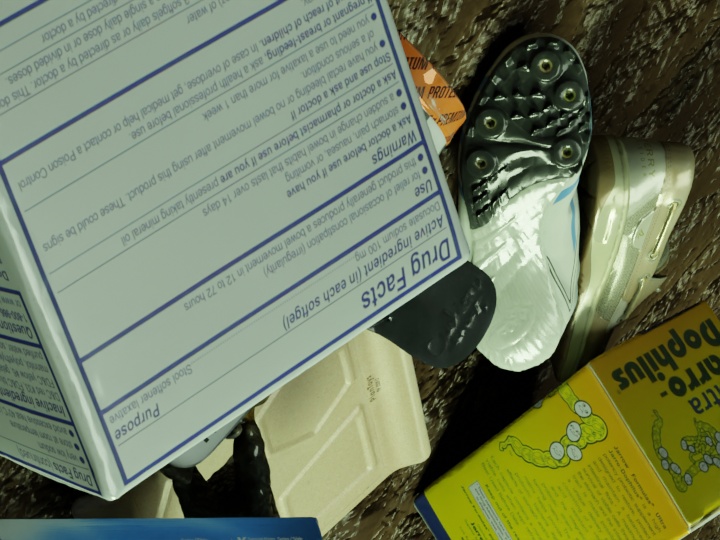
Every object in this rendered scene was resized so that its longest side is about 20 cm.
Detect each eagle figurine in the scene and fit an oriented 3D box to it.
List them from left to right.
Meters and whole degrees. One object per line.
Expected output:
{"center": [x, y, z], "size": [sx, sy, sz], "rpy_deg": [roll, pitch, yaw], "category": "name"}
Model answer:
{"center": [-0.057, 0.139, 1.234], "size": [0.151, 0.151, 0.201], "rpy_deg": [-42, 131, -40], "category": "eagle figurine"}

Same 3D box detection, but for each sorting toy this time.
{"center": [-0.056, 0.105, 1.358], "size": [0.200, 0.036, 0.186], "rpy_deg": [-37, 148, -16], "category": "sorting toy"}

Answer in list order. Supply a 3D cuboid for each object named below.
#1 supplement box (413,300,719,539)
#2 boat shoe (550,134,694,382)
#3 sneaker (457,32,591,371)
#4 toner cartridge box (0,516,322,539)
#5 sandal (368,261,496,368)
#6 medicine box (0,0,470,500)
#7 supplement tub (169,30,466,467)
{"center": [0.141, 0.121, 1.504], "size": [0.108, 0.110, 0.200], "rpy_deg": [-25, 169, -40], "category": "supplement box"}
{"center": [0.144, -0.003, 1.446], "size": [0.064, 0.073, 0.201], "rpy_deg": [-3, 143, -9], "category": "boat shoe"}
{"center": [0.085, -0.042, 1.370], "size": [0.073, 0.071, 0.201], "rpy_deg": [-89, -179, -55], "category": "sneaker"}
{"center": [-0.119, 0.145, 1.083], "size": [0.199, 0.043, 0.095], "rpy_deg": [3, 143, -28], "category": "toner cartridge box"}
{"center": [0.001, 0.000, 1.258], "size": [0.199, 0.043, 0.077], "rpy_deg": [17, 101, -42], "category": "sandal"}
{"center": [-0.080, -0.052, 0.944], "size": [0.182, 0.103, 0.201], "rpy_deg": [-33, 117, -29], "category": "medicine box"}
{"center": [-0.054, -0.024, 1.113], "size": [0.200, 0.122, 0.123], "rpy_deg": [-48, 152, -5], "category": "supplement tub"}
